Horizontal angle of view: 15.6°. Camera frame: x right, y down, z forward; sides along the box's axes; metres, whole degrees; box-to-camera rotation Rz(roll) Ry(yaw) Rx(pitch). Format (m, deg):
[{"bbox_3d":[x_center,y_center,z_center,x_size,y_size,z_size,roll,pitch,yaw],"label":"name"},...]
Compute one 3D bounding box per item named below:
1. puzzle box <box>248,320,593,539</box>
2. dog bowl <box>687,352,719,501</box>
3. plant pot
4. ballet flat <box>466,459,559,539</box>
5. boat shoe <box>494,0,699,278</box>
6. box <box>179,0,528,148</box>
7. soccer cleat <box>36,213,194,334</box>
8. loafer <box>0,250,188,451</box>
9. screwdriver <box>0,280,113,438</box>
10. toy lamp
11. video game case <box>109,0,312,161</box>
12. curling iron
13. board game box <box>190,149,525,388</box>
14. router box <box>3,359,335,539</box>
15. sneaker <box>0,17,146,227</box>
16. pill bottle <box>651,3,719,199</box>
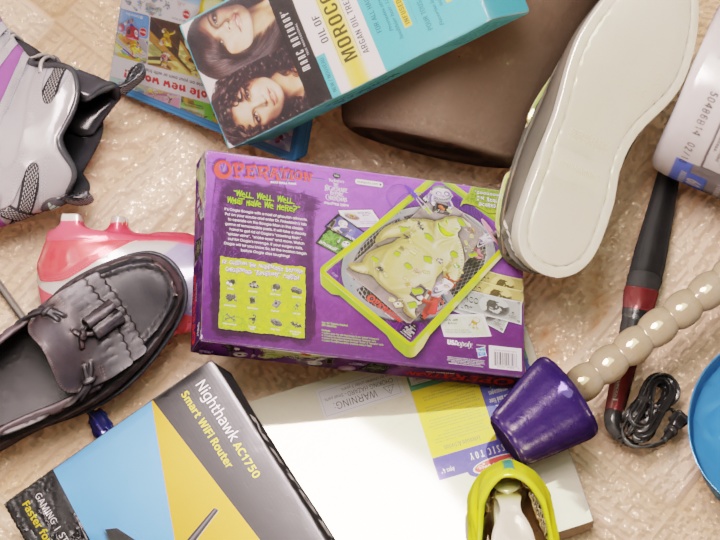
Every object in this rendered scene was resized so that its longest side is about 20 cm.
[{"bbox_3d":[0.025,0.120,1.550,0.198,0.025,0.134,-16,69,-6],"label":"puzzle box"},{"bbox_3d":[0.288,0.110,1.540,0.198,0.050,0.112,14,69,6],"label":"dog bowl"},{"bbox_3d":[0.064,-0.158,1.586,0.199,0.200,0.176,12,86,5],"label":"plant pot"},{"bbox_3d":[0.088,0.205,1.477,0.066,0.067,0.202,-3,79,-2],"label":"ballet flat"},{"bbox_3d":[0.135,-0.092,1.539,0.072,0.060,0.203,27,83,-17],"label":"boat shoe"},{"bbox_3d":[-0.006,-0.145,1.507,0.199,0.049,0.083,-24,87,34],"label":"box"},{"bbox_3d":[-0.096,0.010,1.581,0.198,0.067,0.077,6,92,0],"label":"soccer cleat"},{"bbox_3d":[-0.187,0.060,1.528,0.199,0.063,0.072,-34,90,6],"label":"loafer"},{"bbox_3d":[-0.167,0.072,1.575,0.029,0.028,0.201,-15,59,-37],"label":"screwdriver"},{"bbox_3d":[0.164,0.042,1.530,0.199,0.058,0.058,-35,72,-7],"label":"toy lamp"},{"bbox_3d":[-0.078,-0.182,1.584,0.142,0.201,0.018,22,25,24],"label":"video game case"},{"bbox_3d":[0.178,0.019,1.591,0.049,0.026,0.201,16,63,-16],"label":"curling iron"},{"bbox_3d":[0.000,0.000,1.539,0.198,0.032,0.121,8,71,-16],"label":"board game box"},{"bbox_3d":[-0.088,0.176,1.490,0.149,0.051,0.201,-35,77,2],"label":"router box"},{"bbox_3d":[-0.201,-0.122,1.610,0.139,0.078,0.202,-11,73,6],"label":"sneaker"},{"bbox_3d":[0.285,-0.073,1.573,0.199,0.114,0.114,25,71,5],"label":"pill bottle"}]
